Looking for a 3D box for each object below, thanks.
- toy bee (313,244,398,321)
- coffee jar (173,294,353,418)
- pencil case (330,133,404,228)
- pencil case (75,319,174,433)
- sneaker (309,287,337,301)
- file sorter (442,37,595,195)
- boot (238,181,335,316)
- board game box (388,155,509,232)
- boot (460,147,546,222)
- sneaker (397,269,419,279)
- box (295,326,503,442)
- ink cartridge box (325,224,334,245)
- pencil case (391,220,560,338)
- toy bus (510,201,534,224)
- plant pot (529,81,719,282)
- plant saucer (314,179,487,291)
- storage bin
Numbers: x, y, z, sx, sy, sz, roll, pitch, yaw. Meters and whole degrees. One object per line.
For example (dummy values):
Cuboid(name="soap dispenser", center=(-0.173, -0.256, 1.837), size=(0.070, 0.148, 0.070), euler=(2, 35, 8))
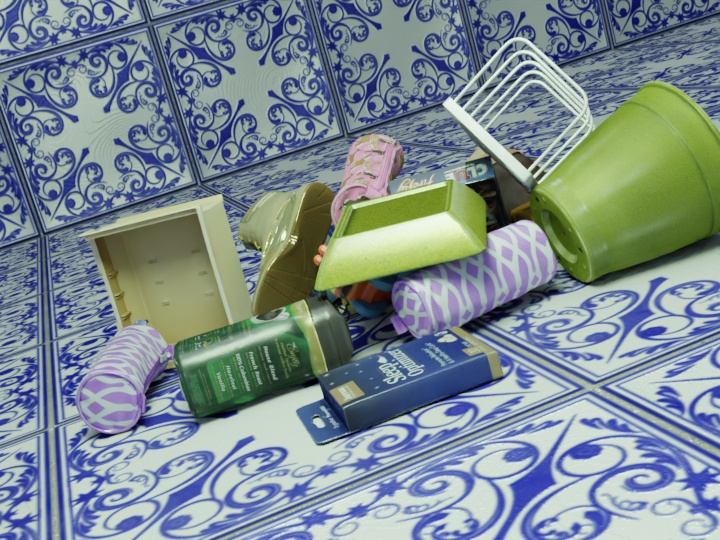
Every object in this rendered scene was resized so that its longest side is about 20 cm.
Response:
Cuboid(name="toy bee", center=(0.000, 0.000, 1.383), size=(0.131, 0.109, 0.199), euler=(-51, -21, 16))
Cuboid(name="coffee jar", center=(-0.108, 0.094, 1.225), size=(0.198, 0.086, 0.104), euler=(-18, 10, -5))
Cuboid(name="pencil case", center=(0.012, -0.115, 1.454), size=(0.082, 0.087, 0.201), euler=(0, 29, 9))
Cuboid(name="pencil case", center=(-0.284, 0.130, 1.321), size=(0.084, 0.085, 0.200), euler=(8, 16, -1))
Cuboid(name="sneaker", center=(-0.026, 0.002, 1.475), size=(0.200, 0.080, 0.130), euler=(-37, -2, 44))
Cuboid(name="file sorter", center=(0.210, -0.183, 1.350), size=(0.125, 0.139, 0.200), euler=(-46, -15, 7))
Cuboid(name="boot", center=(-0.119, -0.022, 1.460), size=(0.072, 0.202, 0.155), euler=(26, -13, -31))
Cuboid(name="board game box", center=(0.126, -0.066, 1.426), size=(0.134, 0.035, 0.200), euler=(-14, -32, 10))
Cuboid(name="boot", center=(0.202, -0.094, 1.552), size=(0.165, 0.073, 0.200), euler=(30, 59, 21))
Cuboid(name="sneaker", center=(0.134, -0.013, 1.381), size=(0.199, 0.082, 0.076), euler=(-24, 13, -33))
Cuboid(name="box", center=(0.033, 0.113, 1.102), size=(0.198, 0.033, 0.121), euler=(-20, 14, -11))
Cuboid(name="ink cartridge box", center=(0.019, -0.053, 1.564), size=(0.199, 0.100, 0.039), euler=(-18, 26, 36))
Cuboid(name="pencil case", center=(0.132, 0.010, 1.251), size=(0.198, 0.085, 0.085), euler=(-22, -5, -24))
Cuboid(name="toy bus", center=(0.302, -0.083, 1.494), size=(0.198, 0.066, 0.078), euler=(-22, 15, -22))
Cuboid(name="plant pot", center=(0.312, -0.089, 1.286), size=(0.192, 0.202, 0.200), euler=(-30, 15, -8))
Cuboid(name="plant saucer", center=(0.046, -0.052, 1.266), size=(0.197, 0.048, 0.200), euler=(-13, 18, 11))
Cuboid(name="storage bin", center=(-0.257, 0.021, 1.454), size=(0.196, 0.202, 0.094), euler=(-12, 13, 18))
